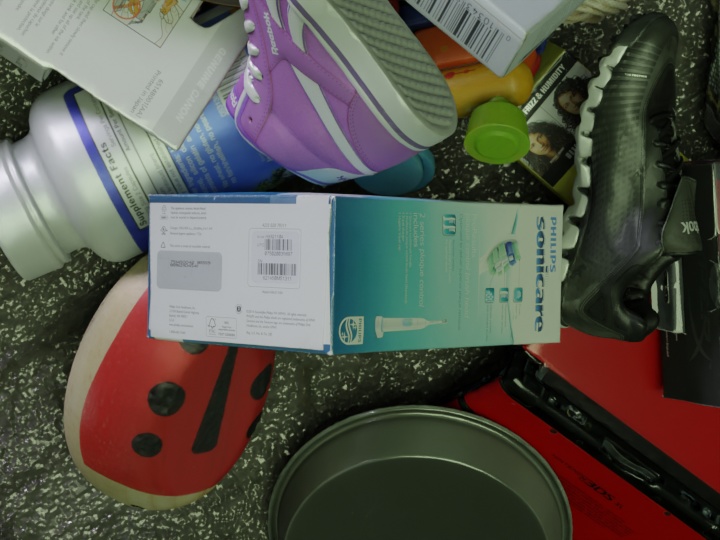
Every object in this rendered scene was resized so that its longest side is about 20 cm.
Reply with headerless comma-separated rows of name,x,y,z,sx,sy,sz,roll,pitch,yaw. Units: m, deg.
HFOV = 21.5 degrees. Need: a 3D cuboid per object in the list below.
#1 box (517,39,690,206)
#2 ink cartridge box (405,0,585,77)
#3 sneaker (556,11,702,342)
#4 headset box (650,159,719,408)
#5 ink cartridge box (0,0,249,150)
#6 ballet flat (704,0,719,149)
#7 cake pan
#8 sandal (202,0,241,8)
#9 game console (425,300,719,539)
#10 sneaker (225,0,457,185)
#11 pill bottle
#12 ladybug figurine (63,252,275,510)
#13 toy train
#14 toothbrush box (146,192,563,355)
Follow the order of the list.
box,0.170,-0.055,1.204,0.200,0.050,0.075,40,95,-19
ink cartridge box,0.060,-0.224,1.065,0.199,0.200,0.041,40,141,8
sneaker,0.165,-0.047,1.102,0.090,0.066,0.201,24,108,30
headset box,0.269,0.003,1.168,0.199,0.075,0.149,-5,93,-21
ink cartridge box,-0.129,-0.193,1.075,0.176,0.045,0.200,34,78,-9
ballet flat,0.253,-0.165,1.178,0.072,0.072,0.201,-4,106,-8
cake pan,0.038,0.178,1.223,0.200,0.037,0.201,2,121,3
sandal,-0.095,-0.194,1.032,0.199,0.055,0.082,9,83,-13
game console,0.170,0.089,1.236,0.200,0.172,0.119,36,55,-17
sneaker,-0.048,-0.131,1.006,0.114,0.073,0.201,-22,107,34
pill bottle,-0.125,-0.074,1.117,0.200,0.112,0.112,-27,108,-1
ladybug figurine,-0.108,0.069,1.152,0.135,0.072,0.200,-10,129,-35
toy train,0.085,-0.113,1.104,0.199,0.116,0.085,-10,143,15
toothbrush box,0.000,0.000,1.072,0.200,0.146,0.086,1,91,-47
